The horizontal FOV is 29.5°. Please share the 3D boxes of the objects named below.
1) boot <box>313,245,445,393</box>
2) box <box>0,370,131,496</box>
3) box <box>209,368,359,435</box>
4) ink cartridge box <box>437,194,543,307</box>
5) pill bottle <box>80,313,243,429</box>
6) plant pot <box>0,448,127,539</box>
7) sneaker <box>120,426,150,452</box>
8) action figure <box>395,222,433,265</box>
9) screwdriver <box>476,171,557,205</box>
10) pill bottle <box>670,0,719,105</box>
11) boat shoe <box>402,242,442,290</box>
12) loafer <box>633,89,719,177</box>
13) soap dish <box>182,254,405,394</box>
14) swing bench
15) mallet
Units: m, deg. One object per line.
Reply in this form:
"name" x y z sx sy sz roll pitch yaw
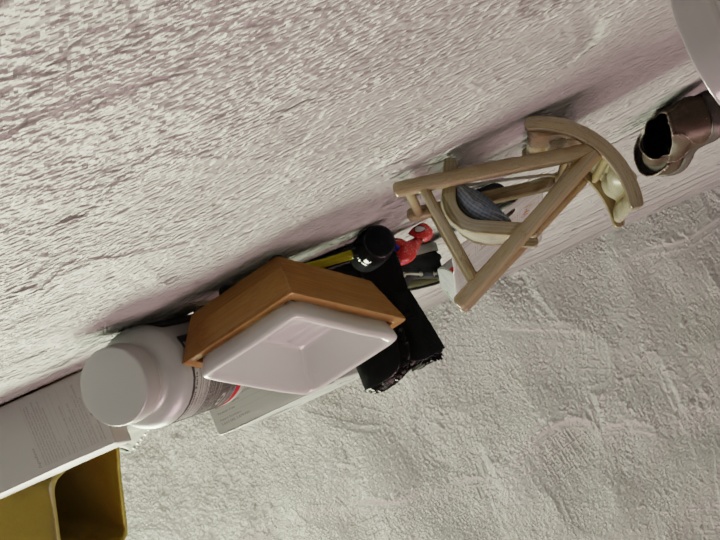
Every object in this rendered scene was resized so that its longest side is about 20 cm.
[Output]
"boot" -0.019 0.067 1.575 0.199 0.169 0.076 -23 175 -3
"box" -0.398 0.206 1.675 0.199 0.098 0.124 -24 175 -3
"box" -0.111 0.132 2.002 0.199 0.131 0.199 -27 174 21
"ink cartridge box" 0.175 -0.046 1.852 0.161 0.050 0.200 -39 157 -9
"pill bottle" -0.210 0.109 1.468 0.110 0.111 0.200 -26 174 23
"plant pot" -0.455 0.316 1.866 0.199 0.196 0.194 5 -159 15
"sneaker" -0.442 0.311 2.621 0.199 0.071 0.073 -22 174 -20
"action figure" 0.000 0.000 1.648 0.199 0.052 0.065 -29 180 -2
"screwdriver" 0.195 -0.097 1.608 0.199 0.029 0.028 -14 170 -35
"pill bottle" 0.298 -0.179 0.829 0.199 0.120 0.119 -27 174 27
"boat shoe" 0.047 0.011 1.877 0.199 0.061 0.076 -19 173 -41
"loafer" 0.350 -0.157 1.580 0.071 0.073 0.200 -12 167 -10
"soap dish" -0.072 0.060 1.449 0.157 0.082 0.200 -33 153 27
"swing bench" 0.152 -0.062 1.310 0.199 0.130 0.199 -29 174 3
"mallet" -0.059 0.000 1.484 0.199 0.041 0.066 -18 170 -13
